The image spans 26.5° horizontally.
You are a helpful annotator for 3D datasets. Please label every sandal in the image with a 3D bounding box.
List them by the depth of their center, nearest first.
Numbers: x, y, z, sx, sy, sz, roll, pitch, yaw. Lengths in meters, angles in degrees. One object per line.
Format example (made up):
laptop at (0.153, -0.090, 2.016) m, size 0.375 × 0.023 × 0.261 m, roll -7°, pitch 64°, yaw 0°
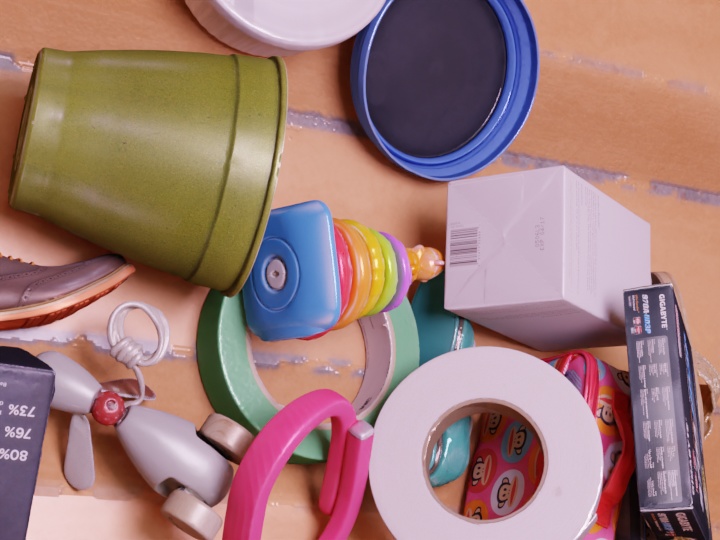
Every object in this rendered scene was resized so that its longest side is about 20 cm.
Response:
sandal at (0.336, 0.103, 1.538) m, size 0.069 × 0.078 × 0.213 m, roll -2°, pitch 75°, yaw -24°

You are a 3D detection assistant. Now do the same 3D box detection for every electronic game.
electronic game at (0.262, 0.222, 1.424) m, size 0.041 × 0.200 × 0.202 m, roll -1°, pitch 76°, yaw 13°

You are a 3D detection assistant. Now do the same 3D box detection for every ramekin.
ramekin at (-0.077, -0.284, 1.367) m, size 0.201 × 0.094 × 0.204 m, roll 5°, pitch 79°, yaw -25°

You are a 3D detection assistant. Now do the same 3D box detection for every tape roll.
tape roll at (0.107, 0.164, 1.292) m, size 0.201 × 0.037 × 0.204 m, roll -3°, pitch 69°, yaw 7°
tape roll at (-0.043, 0.068, 1.342) m, size 0.199 × 0.048 × 0.202 m, roll 8°, pitch 75°, yaw -29°

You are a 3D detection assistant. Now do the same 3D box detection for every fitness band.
fitness band at (-0.052, 0.189, 1.248) m, size 0.143 × 0.037 × 0.201 m, roll -28°, pitch 138°, yaw -43°

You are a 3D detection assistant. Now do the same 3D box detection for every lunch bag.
lunch bag at (0.178, 0.176, 1.370) m, size 0.082 × 0.176 × 0.201 m, roll 25°, pitch 65°, yaw -28°

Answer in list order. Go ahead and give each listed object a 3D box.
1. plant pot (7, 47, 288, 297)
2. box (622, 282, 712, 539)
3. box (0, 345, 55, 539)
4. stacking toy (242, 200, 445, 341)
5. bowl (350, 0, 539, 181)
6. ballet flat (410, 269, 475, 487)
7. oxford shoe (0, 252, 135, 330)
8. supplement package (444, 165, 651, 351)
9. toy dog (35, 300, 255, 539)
plant pot at (-0.178, -0.094, 1.231) m, size 0.191 × 0.200 × 0.202 m, roll 11°, pitch 73°, yaw -15°
box at (0.268, 0.134, 1.335) m, size 0.159 × 0.046 × 0.201 m, roll 53°, pitch 33°, yaw -60°
box at (-0.317, 0.150, 1.100) m, size 0.147 × 0.104 × 0.202 m, roll 11°, pitch 91°, yaw -28°
stacking toy at (0.000, 0.000, 1.309) m, size 0.199 × 0.116 × 0.111 m, roll -3°, pitch 86°, yaw -45°
bowl at (0.078, -0.186, 1.435) m, size 0.199 × 0.039 × 0.202 m, roll -9°, pitch 108°, yaw -29°
ballet flat at (0.075, 0.100, 1.403) m, size 0.070 × 0.067 × 0.202 m, roll 26°, pitch 65°, yaw -49°
oxford shoe at (-0.273, 0.011, 1.208) m, size 0.199 × 0.071 × 0.073 m, roll -18°, pitch 84°, yaw -31°
supplement package at (0.175, -0.005, 1.400) m, size 0.200 × 0.119 × 0.122 m, roll 24°, pitch 64°, yaw -54°
toy dog at (-0.176, 0.135, 1.240) m, size 0.132 × 0.096 × 0.200 m, roll -37°, pitch 85°, yaw -23°
